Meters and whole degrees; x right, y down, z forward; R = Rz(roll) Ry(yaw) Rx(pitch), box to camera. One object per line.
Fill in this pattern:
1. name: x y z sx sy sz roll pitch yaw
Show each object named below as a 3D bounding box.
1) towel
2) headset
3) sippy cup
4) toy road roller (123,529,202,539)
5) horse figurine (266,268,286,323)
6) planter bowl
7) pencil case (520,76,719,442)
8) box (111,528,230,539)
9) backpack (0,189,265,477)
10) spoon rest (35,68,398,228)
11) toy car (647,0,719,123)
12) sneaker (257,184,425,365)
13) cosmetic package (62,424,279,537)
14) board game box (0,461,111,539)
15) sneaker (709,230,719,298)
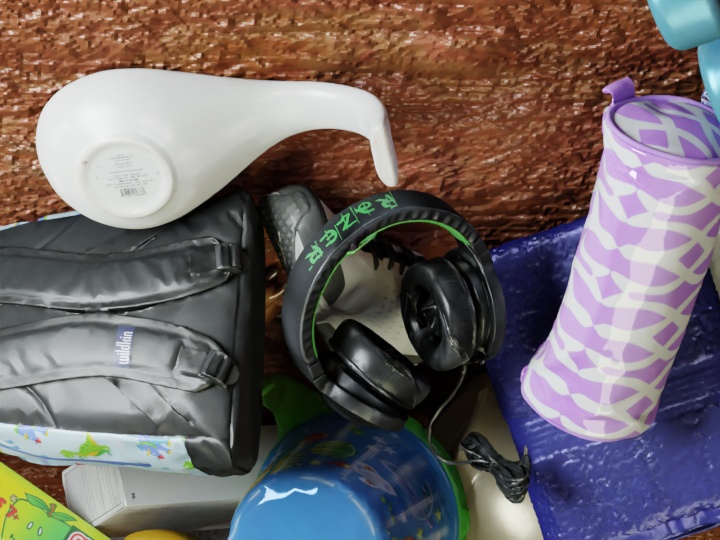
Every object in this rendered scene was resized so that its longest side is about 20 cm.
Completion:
1. towel: 0.152 0.064 1.631 0.147 0.201 0.050 -18 -176 16
2. headset: 0.036 0.048 1.556 0.123 0.094 0.200 -37 131 -9
3. sippy cup: -0.016 0.155 1.643 0.177 0.140 0.130 26 -168 12
4. toy road roller: -0.083 0.232 1.707 0.199 0.147 0.123 -2 176 3
5. horse figurine: -0.126 0.067 1.704 0.199 0.050 0.133 -13 155 6
6. planter bowl: 0.101 0.149 1.759 0.134 0.201 0.200 32 139 -9
7. pencil case: 0.146 -0.003 1.532 0.084 0.085 0.201 -25 137 -51
8. box: -0.112 0.268 1.898 0.104 0.185 0.200 -7 148 0
9. backpack: -0.153 0.043 1.569 0.199 0.164 0.154 -1 163 5
10. spoon rest: -0.076 -0.068 1.488 0.199 0.061 0.100 -3 126 12
11. toy car: 0.257 -0.085 1.375 0.184 0.201 0.177 -18 146 19
12. sneaker: 0.000 0.000 1.612 0.080 0.074 0.200 -25 150 4
13. cosmetic package: -0.081 0.131 1.763 0.199 0.051 0.082 -1 163 -32
14. board game box: -0.263 0.148 1.724 0.200 0.048 0.102 35 138 -5
15. sneaker: 0.255 -0.015 1.602 0.199 0.081 0.076 -25 145 31
